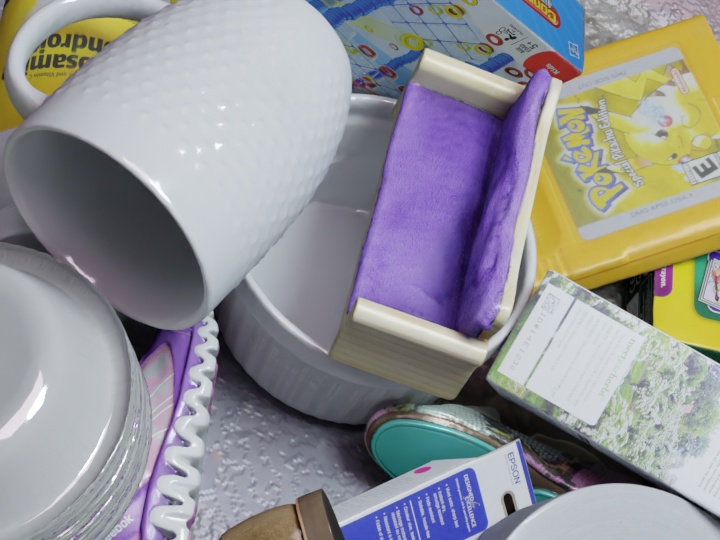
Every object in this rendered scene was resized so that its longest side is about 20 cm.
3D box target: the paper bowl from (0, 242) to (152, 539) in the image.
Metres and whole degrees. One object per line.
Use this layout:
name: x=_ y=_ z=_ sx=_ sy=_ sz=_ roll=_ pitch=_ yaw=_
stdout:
paper bowl: x=-0.221 y=0.074 z=1.275 sx=0.200 sy=0.104 sz=0.201 roll=-3 pitch=59 yaw=6

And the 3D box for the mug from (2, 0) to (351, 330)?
mug: x=-0.111 y=-0.091 z=1.313 sx=0.200 sy=0.148 sz=0.175 roll=33 pitch=58 yaw=15

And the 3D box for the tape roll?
tape roll: x=0.143 y=0.227 z=1.333 sx=0.200 sy=0.066 sz=0.201 roll=5 pitch=75 yaw=-19

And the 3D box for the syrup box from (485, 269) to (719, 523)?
syrup box: x=0.182 y=0.085 z=1.384 sx=0.200 sy=0.081 sz=0.079 roll=30 pitch=86 yaw=12

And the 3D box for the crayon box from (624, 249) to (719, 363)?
crayon box: x=0.269 y=-0.008 z=1.557 sx=0.172 sy=0.058 sz=0.200 roll=14 pitch=56 yaw=-11

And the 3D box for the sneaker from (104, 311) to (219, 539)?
sneaker: x=-0.133 y=0.099 z=1.348 sx=0.088 sy=0.081 sz=0.201 roll=8 pitch=56 yaw=-1

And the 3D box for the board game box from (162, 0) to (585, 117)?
board game box: x=0.003 y=-0.154 z=1.429 sx=0.200 sy=0.196 sz=0.056 roll=33 pitch=47 yaw=-38

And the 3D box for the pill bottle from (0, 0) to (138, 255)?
pill bottle: x=-0.178 y=-0.084 z=1.420 sx=0.112 sy=0.112 sz=0.200 roll=12 pitch=56 yaw=-12

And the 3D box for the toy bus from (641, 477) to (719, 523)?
toy bus: x=0.243 y=0.147 z=1.438 sx=0.078 sy=0.065 sz=0.200 roll=-40 pitch=76 yaw=-4

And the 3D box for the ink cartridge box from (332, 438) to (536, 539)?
ink cartridge box: x=0.019 y=0.176 z=1.346 sx=0.200 sy=0.037 sz=0.095 roll=-21 pitch=104 yaw=-27

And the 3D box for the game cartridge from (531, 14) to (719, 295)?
game cartridge: x=0.165 y=-0.074 z=1.527 sx=0.199 sy=0.032 sz=0.177 roll=-17 pitch=55 yaw=-5

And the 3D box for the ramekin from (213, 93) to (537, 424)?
ramekin: x=0.000 y=0.000 z=1.433 sx=0.200 sy=0.105 sz=0.201 roll=9 pitch=58 yaw=-14

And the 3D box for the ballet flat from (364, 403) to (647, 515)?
ballet flat: x=0.095 y=0.123 z=1.421 sx=0.200 sy=0.069 sz=0.071 roll=24 pitch=37 yaw=-8

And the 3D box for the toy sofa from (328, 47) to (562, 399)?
toy sofa: x=0.050 y=-0.035 z=1.349 sx=0.083 sy=0.098 sz=0.200 roll=20 pitch=56 yaw=-7

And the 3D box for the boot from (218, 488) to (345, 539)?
boot: x=-0.024 y=0.218 z=1.279 sx=0.075 sy=0.200 sz=0.074 roll=-19 pitch=21 yaw=2
